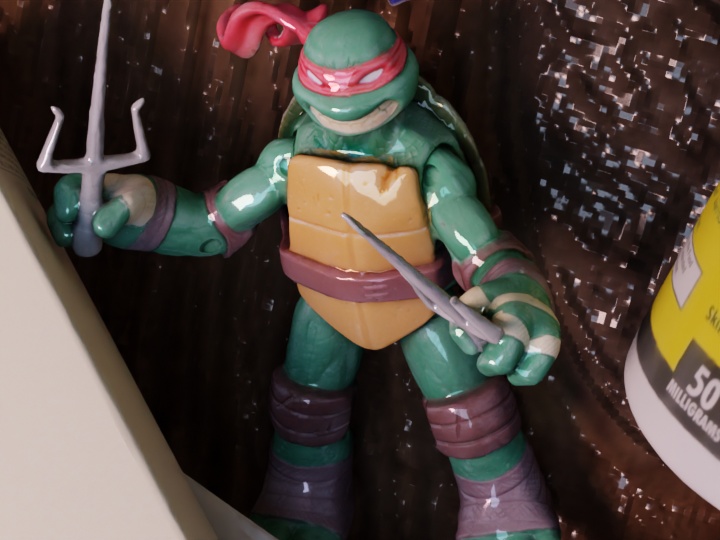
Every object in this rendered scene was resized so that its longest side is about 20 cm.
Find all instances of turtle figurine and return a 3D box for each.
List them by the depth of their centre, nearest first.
[{"bbox_3d":[0.000,0.000,0.767,0.150,0.101,0.200,14,133,30],"label":"turtle figurine"}]

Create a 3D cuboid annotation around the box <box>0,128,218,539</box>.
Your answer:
[{"bbox_3d":[-0.106,0.029,0.765,0.068,0.082,0.200,-28,83,0],"label":"box"}]

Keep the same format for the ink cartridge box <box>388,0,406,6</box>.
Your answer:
[{"bbox_3d":[0.005,-0.174,0.732,0.095,0.037,0.200,-20,107,22],"label":"ink cartridge box"}]

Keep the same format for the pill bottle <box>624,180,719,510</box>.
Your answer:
[{"bbox_3d":[0.158,-0.027,0.703,0.111,0.111,0.200,28,116,4],"label":"pill bottle"}]

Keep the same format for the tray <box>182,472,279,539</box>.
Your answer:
[{"bbox_3d":[-0.067,0.097,0.839,0.200,0.022,0.107,35,145,4],"label":"tray"}]
